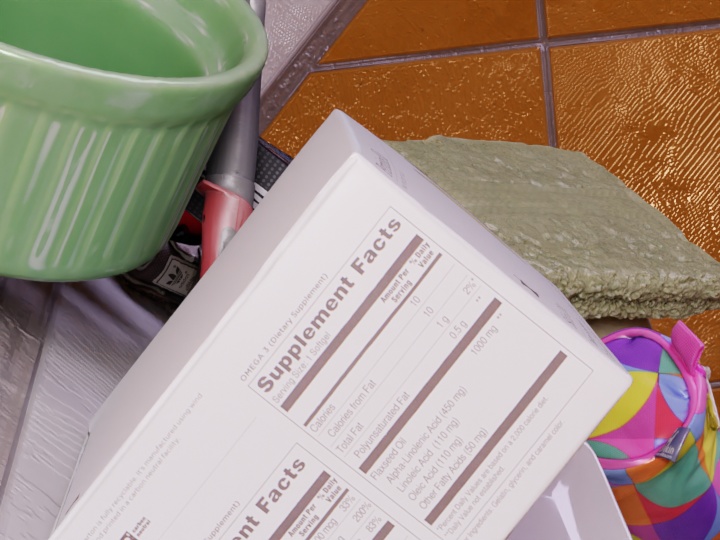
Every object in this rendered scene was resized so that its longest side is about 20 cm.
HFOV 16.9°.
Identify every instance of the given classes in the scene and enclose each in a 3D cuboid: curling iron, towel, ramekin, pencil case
[{"bbox_3d":[-0.064,-0.025,1.011,0.049,0.201,0.025,3,-10,41],"label":"curling iron"},{"bbox_3d":[0.096,-0.020,1.256,0.199,0.037,0.148,0,32,-47],"label":"towel"},{"bbox_3d":[-0.145,-0.080,0.966,0.199,0.098,0.200,19,23,-9],"label":"ramekin"},{"bbox_3d":[0.156,0.112,1.192,0.088,0.088,0.200,42,-12,41],"label":"pencil case"}]

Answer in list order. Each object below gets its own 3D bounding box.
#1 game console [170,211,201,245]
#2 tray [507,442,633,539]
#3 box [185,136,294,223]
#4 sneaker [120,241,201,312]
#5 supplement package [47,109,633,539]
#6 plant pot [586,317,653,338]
[{"bbox_3d":[-0.187,-0.077,1.214,0.199,0.119,0.173,16,47,-31],"label":"game console"},{"bbox_3d":[0.080,0.146,0.920,0.107,0.022,0.201,10,47,-39],"label":"tray"},{"bbox_3d":[0.000,0.000,1.116,0.160,0.044,0.200,37,2,14],"label":"box"},{"bbox_3d":[-0.089,0.006,1.301,0.199,0.071,0.076,34,21,2],"label":"sneaker"},{"bbox_3d":[-0.011,0.044,0.809,0.111,0.156,0.200,38,5,-7],"label":"supplement package"},{"bbox_3d":[0.090,0.060,1.321,0.187,0.188,0.200,37,5,-20],"label":"plant pot"}]
